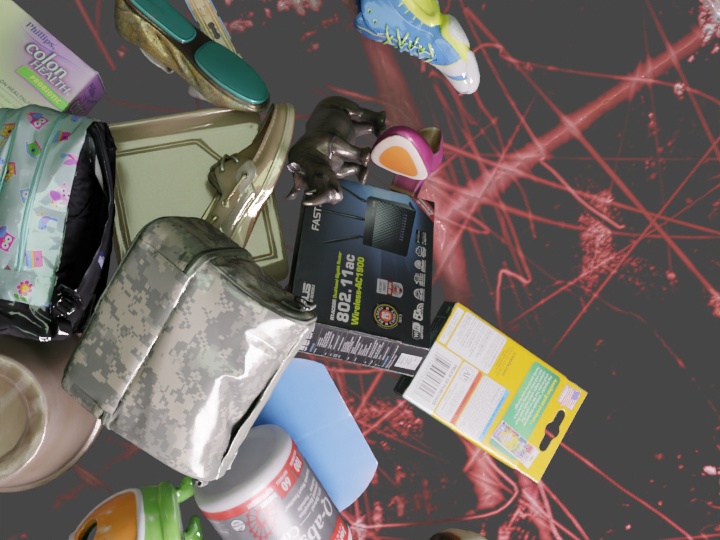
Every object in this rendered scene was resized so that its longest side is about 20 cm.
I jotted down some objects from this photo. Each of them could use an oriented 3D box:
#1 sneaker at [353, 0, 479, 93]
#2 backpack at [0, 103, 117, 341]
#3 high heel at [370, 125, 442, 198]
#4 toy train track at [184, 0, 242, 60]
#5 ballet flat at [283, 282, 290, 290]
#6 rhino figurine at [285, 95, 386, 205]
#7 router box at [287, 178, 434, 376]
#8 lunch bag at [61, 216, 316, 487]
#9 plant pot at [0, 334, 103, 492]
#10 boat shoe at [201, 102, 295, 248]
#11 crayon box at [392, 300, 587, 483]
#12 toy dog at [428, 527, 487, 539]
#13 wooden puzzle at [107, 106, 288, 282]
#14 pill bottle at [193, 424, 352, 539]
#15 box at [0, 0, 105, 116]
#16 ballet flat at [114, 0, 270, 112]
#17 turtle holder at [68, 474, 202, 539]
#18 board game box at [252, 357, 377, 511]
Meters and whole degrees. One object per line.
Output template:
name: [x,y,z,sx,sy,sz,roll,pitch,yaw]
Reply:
sneaker: [0.054,-0.277,0.952,0.104,0.076,0.202,-30,89,1]
backpack: [-0.286,-0.046,0.742,0.124,0.167,0.204,8,90,-13]
high heel: [0.062,-0.142,0.884,0.066,0.200,0.097,22,83,14]
toy train track: [-0.182,-0.307,0.909,0.114,0.033,0.202,-30,97,-11]
ballet flat: [-0.018,0.024,0.935,0.197,0.069,0.072,1,72,-17]
rhino figurine: [-0.032,-0.125,0.883,0.086,0.060,0.201,16,42,5]
router box: [0.000,0.000,0.882,0.147,0.062,0.202,12,53,-9]
lunch bag: [-0.151,0.075,0.758,0.167,0.139,0.202,35,99,11]
plant pot: [-0.349,0.130,0.798,0.196,0.173,0.204,0,90,-14]
boat shoe: [-0.130,-0.092,0.869,0.064,0.072,0.202,25,93,-16]
crayon box: [0.154,0.143,0.975,0.199,0.052,0.127,34,83,-10]
toy dog: [0.104,0.397,0.928,0.139,0.192,0.203,27,78,-47]
wooden puzzle: [-0.185,-0.070,0.910,0.182,0.037,0.204,-11,97,-13]
pill bottle: [-0.078,0.273,0.865,0.115,0.116,0.202,-34,111,-11]
box: [-0.393,-0.173,0.828,0.175,0.097,0.201,39,83,-10]
ballet flat: [-0.185,-0.228,0.890,0.199,0.071,0.071,39,82,-4]
turtle holder: [-0.227,0.306,0.855,0.129,0.186,0.143,-9,60,-13]
board game box: [-0.078,0.186,0.924,0.156,0.039,0.202,-26,104,9]
